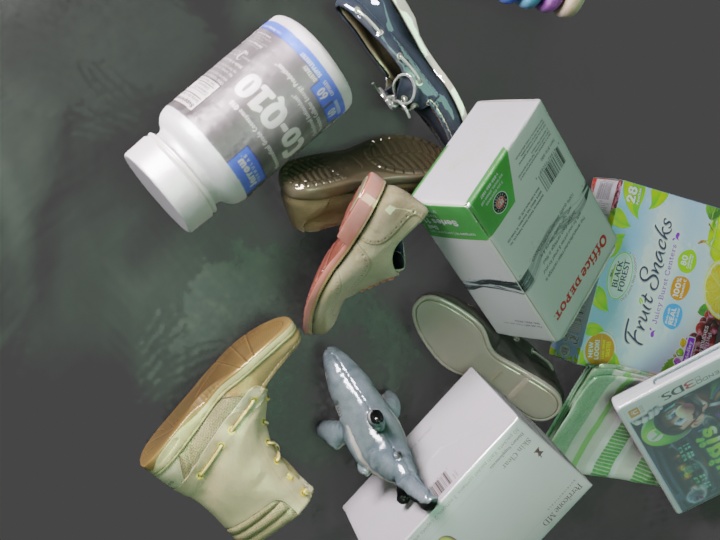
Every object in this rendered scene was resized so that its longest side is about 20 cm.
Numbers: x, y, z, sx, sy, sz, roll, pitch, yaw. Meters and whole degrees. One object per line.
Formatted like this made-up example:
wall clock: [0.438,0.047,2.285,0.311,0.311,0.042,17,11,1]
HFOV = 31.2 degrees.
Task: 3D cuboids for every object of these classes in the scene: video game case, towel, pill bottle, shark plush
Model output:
video game case: [0.386,0.161,1.380,0.182,0.023,0.200,-28,127,10]
towel: [0.303,0.173,1.398,0.200,0.023,0.153,11,122,-21]
pill bottle: [-0.115,-0.135,1.209,0.200,0.114,0.114,-42,107,-10]
shark plush: [0.009,0.163,1.254,0.091,0.200,0.083,-14,132,-7]

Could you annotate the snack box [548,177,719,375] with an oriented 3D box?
snack box: [0.310,0.016,1.395,0.168,0.068,0.200,14,90,-22]

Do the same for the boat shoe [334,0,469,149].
boat shoe: [0.045,-0.194,1.280,0.062,0.075,0.200,-34,104,-15]

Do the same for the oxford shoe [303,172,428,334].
oxford shoe: [0.000,0.000,1.236,0.074,0.200,0.071,25,42,-4]

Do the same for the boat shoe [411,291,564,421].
boat shoe: [0.133,0.083,1.356,0.200,0.057,0.067,39,118,-15]

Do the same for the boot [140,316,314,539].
boot: [-0.095,0.160,1.267,0.155,0.073,0.200,44,83,-17]

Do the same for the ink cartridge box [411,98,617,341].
ink cartridge box: [0.155,-0.047,1.270,0.147,0.083,0.200,-54,128,-26]

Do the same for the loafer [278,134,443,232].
loafer: [0.007,-0.085,1.283,0.200,0.076,0.068,-8,133,-25]

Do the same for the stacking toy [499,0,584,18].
stacking toy: [0.126,-0.307,1.302,0.200,0.085,0.086,4,94,-12]

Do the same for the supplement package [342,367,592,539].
supplement package: [0.101,0.224,1.281,0.111,0.156,0.200,41,93,-19]
